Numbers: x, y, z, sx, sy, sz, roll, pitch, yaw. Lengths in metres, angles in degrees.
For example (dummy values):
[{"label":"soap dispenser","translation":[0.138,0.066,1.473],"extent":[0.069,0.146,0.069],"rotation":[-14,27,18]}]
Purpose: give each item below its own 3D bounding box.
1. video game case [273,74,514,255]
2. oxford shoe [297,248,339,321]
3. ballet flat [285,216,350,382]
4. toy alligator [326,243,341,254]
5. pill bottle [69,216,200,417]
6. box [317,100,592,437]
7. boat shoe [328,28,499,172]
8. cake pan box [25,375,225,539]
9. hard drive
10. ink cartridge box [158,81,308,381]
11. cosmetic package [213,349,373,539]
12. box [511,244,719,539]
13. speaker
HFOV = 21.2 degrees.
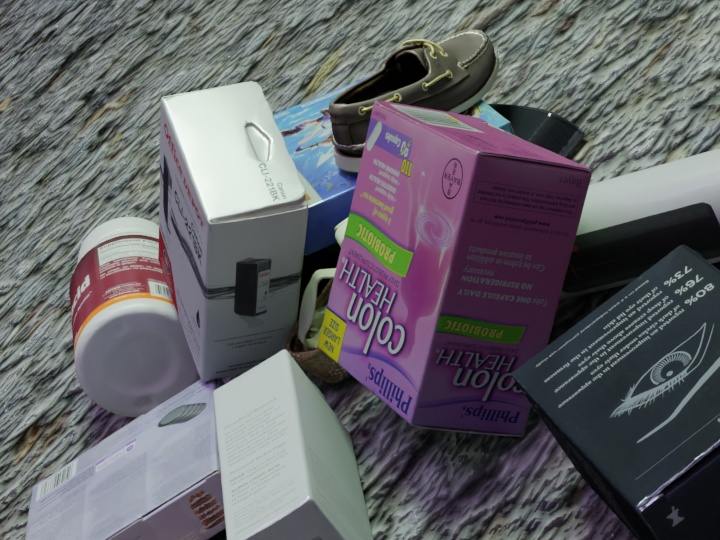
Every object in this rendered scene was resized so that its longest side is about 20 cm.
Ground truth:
[{"label":"video game case","translation":[0.007,-0.104,1.630],"extent":[0.200,0.045,0.181],"rotation":[-24,32,-11]},{"label":"oxford shoe","translation":[-0.035,-0.019,1.688],"extent":[0.073,0.084,0.200],"rotation":[12,47,-3]},{"label":"ballet flat","translation":[0.000,0.000,1.522],"extent":[0.200,0.065,0.071],"rotation":[-64,33,15]},{"label":"toy alligator","translation":[0.017,-0.015,1.598],"extent":[0.054,0.059,0.200],"rotation":[-8,27,-46]},{"label":"pill bottle","translation":[-0.205,0.036,1.738],"extent":[0.114,0.114,0.200],"rotation":[-33,27,7]},{"label":"box","translation":[0.063,-0.005,1.403],"extent":[0.176,0.097,0.200],"rotation":[36,116,61]},{"label":"boat shoe","translation":[0.045,-0.154,1.589],"extent":[0.072,0.060,0.200],"rotation":[15,41,40]},{"label":"cake pan box","translation":[-0.183,0.184,1.534],"extent":[0.200,0.052,0.184],"rotation":[-33,19,6]},{"label":"hard drive","translation":[0.087,-0.092,1.680],"extent":[0.200,0.042,0.135],"rotation":[6,49,52]},{"label":"ink cartridge box","translation":[-0.106,-0.031,1.557],"extent":[0.084,0.200,0.144],"rotation":[-11,51,-17]},{"label":"cosmetic package","translation":[-0.048,0.156,1.389],"extent":[0.074,0.102,0.200],"rotation":[-31,27,8]},{"label":"box","translation":[0.208,0.094,1.187],"extent":[0.148,0.104,0.200],"rotation":[-36,28,-1]},{"label":"speaker","translation":[0.202,-0.032,1.414],"extent":[0.200,0.081,0.081],"rotation":[-15,34,34]}]
